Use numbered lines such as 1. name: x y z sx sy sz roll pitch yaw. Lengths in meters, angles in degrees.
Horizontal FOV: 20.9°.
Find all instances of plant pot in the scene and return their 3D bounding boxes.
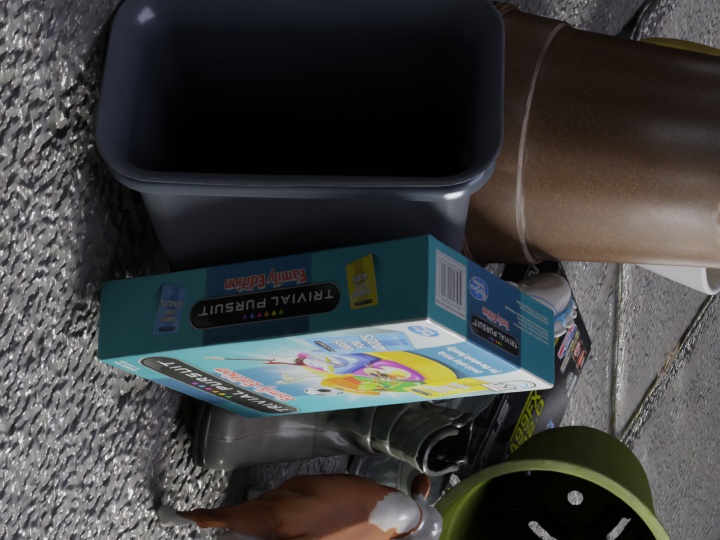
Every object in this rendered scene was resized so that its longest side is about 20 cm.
1. plant pot: 0.156 0.206 1.500 0.190 0.200 0.200 -48 147 -69
2. plant pot: 0.187 -0.086 1.427 0.200 0.198 0.200 9 90 -71

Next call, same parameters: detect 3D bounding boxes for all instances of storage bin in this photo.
1. storage bin: -0.027 -0.068 1.024 0.134 0.200 0.146 87 5 -58

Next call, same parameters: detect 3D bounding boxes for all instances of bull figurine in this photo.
1. bull figurine: -0.033 0.160 1.207 0.200 0.121 0.065 10 75 -64

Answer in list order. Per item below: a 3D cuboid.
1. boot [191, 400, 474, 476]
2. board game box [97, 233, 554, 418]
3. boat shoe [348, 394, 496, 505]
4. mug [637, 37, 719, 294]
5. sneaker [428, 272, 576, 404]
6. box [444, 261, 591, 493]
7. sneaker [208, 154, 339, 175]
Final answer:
1. boot: -0.009 0.096 1.221 0.200 0.131 0.068 -10 113 -64
2. board game box: -0.016 0.036 1.054 0.151 0.200 0.047 29 58 -55
3. boat shoe: 0.058 0.087 1.459 0.074 0.065 0.202 74 35 -47
4. mug: 0.251 -0.086 1.652 0.187 0.153 0.149 -67 155 -17
5. sneaker: 0.084 0.024 1.377 0.200 0.075 0.087 -29 103 -50
6. box: 0.128 0.108 1.635 0.200 0.044 0.160 -65 155 -21
7. sneaker: -0.030 -0.076 1.143 0.200 0.074 0.085 -66 165 -4
